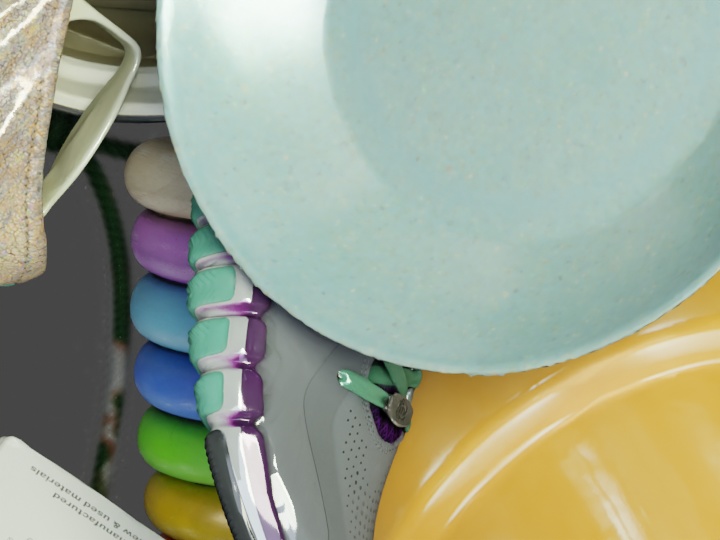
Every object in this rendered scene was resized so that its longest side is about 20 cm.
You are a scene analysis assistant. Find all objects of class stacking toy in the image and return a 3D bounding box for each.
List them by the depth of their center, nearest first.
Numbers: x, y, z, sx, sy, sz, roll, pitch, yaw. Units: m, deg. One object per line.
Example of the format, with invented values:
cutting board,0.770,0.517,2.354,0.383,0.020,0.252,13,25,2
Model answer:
stacking toy,-0.039,0.060,0.923,0.085,0.085,0.200,4,98,-1

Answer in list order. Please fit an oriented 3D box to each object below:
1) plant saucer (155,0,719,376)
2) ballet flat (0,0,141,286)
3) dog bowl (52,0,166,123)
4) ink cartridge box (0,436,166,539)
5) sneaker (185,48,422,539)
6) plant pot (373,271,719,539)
plant saucer,0.040,-0.071,0.764,0.201,0.039,0.201,-3,84,27
ballet flat,-0.093,-0.089,0.851,0.067,0.068,0.200,14,99,-21
dog bowl,-0.067,-0.147,0.909,0.200,0.074,0.200,0,93,0
ink cartridge box,-0.138,0.165,0.843,0.084,0.200,0.145,34,122,-2
sneaker,0.000,0.000,0.809,0.087,0.074,0.200,-13,68,14
plant pot,0.105,0.115,0.833,0.200,0.183,0.200,-12,129,-15
